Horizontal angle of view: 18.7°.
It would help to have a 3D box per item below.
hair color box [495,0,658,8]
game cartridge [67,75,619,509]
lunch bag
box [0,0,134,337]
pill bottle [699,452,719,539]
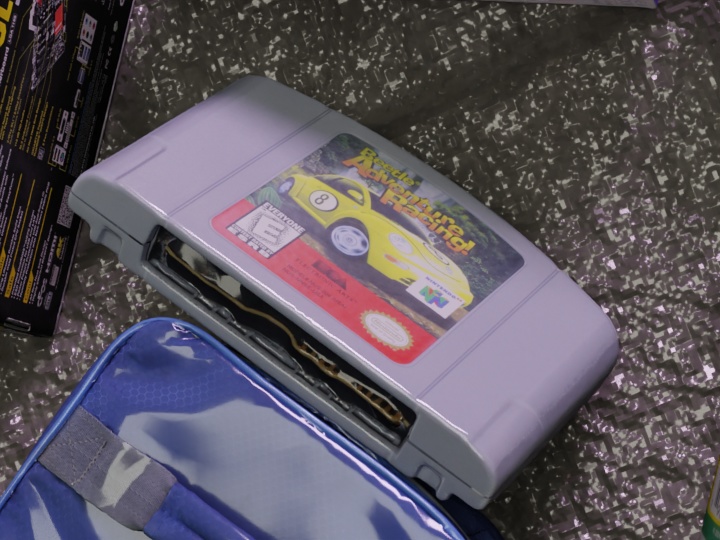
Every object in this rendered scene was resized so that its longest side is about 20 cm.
[{"bbox_3d":[0.019,-0.151,0.883,0.199,0.109,0.065,3,83,14],"label":"hair color box"},{"bbox_3d":[0.000,0.000,0.858,0.200,0.133,0.041,35,124,12],"label":"game cartridge"},{"bbox_3d":[-0.037,0.119,0.847,0.200,0.132,0.136,35,91,16],"label":"lunch bag"},{"bbox_3d":[-0.149,-0.079,0.888,0.049,0.160,0.201,12,86,16],"label":"box"},{"bbox_3d":[0.197,0.028,0.790,0.112,0.113,0.201,14,102,15],"label":"pill bottle"}]
